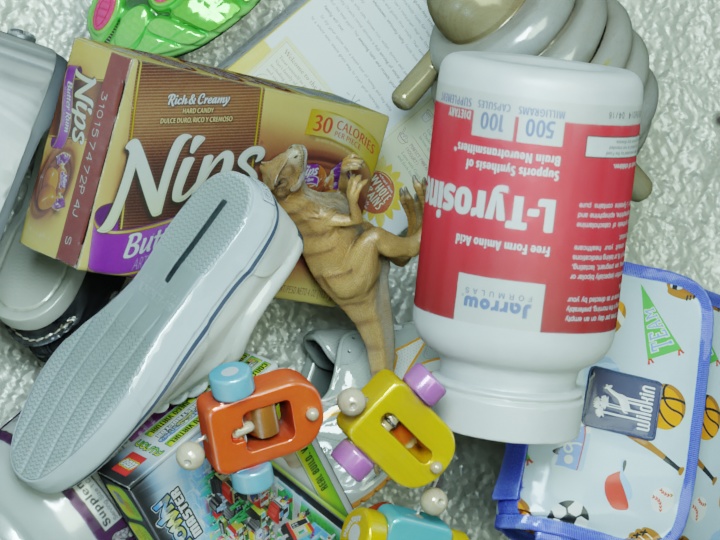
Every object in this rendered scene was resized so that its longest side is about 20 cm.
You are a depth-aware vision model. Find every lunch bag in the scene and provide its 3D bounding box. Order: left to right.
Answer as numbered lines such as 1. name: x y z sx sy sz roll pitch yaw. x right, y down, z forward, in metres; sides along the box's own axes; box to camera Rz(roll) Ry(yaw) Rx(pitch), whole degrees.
1. lunch bag: 0.158 0.089 1.716 0.200 0.123 0.171 22 74 -47

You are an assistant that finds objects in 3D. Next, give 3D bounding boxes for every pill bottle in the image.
1. pill bottle: -0.146 0.115 1.614 0.200 0.112 0.112 -41 103 -20
2. pill bottle: 0.088 -0.013 1.585 0.112 0.112 0.201 2 98 -24

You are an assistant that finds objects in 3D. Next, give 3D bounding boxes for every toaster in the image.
1. toaster: -0.249 -0.052 1.581 0.129 0.114 0.201 23 80 -17

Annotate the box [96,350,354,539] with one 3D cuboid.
1. box: -0.053 0.156 1.599 0.110 0.035 0.201 -39 122 -22

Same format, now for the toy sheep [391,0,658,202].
1. toy sheep: 0.105 -0.106 1.694 0.138 0.138 0.200 -54 125 -18

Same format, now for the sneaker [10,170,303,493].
1. sneaker: -0.100 0.044 1.545 0.200 0.073 0.071 -49 133 2

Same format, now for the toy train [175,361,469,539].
1. toy train: -0.020 0.118 1.562 0.150 0.056 0.201 -23 119 -15

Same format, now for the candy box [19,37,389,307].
1. candy box: -0.083 -0.051 1.607 0.200 0.056 0.117 10 99 -47

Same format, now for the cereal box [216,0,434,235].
1. cereal box: 0.018 -0.114 1.742 0.200 0.039 0.144 -41 104 -21

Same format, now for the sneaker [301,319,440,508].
1. sneaker: 0.019 0.054 1.716 0.200 0.076 0.092 -42 97 -23

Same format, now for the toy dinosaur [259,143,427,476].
1. toy dinosaur: 0.000 0.000 1.641 0.106 0.060 0.201 -35 119 -15

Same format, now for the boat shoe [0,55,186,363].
1. boat shoe: -0.145 -0.040 1.653 0.060 0.074 0.201 63 41 -53

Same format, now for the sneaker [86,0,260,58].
1. sneaker: -0.069 -0.179 1.683 0.200 0.084 0.077 -38 78 -16
